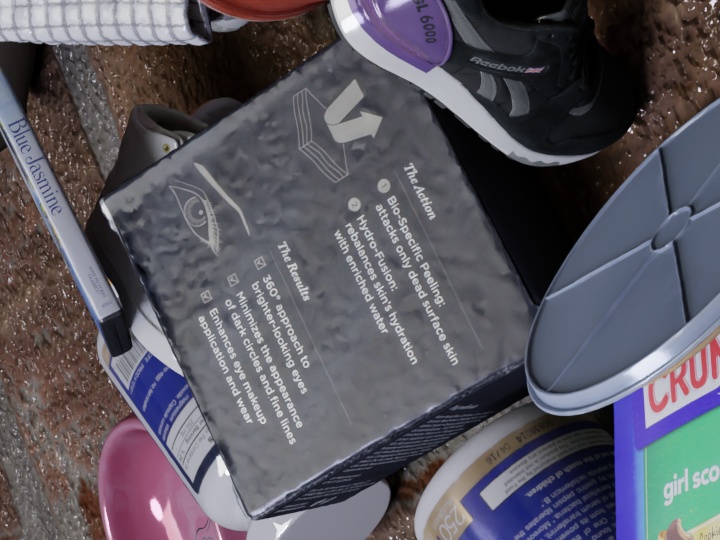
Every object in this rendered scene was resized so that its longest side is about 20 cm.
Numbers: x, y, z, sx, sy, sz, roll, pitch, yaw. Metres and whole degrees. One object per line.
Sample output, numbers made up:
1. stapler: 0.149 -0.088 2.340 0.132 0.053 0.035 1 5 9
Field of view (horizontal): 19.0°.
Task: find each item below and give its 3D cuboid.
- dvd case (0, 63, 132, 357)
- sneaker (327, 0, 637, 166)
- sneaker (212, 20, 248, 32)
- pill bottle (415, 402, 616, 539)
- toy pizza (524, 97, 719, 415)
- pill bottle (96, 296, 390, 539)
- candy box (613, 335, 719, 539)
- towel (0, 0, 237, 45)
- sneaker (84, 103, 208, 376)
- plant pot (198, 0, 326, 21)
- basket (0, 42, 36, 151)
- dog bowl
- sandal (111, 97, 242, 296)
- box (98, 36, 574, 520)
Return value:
1. dvd case: -0.189 -0.048 1.288 0.201 0.017 0.143 62 172 7
2. sneaker: 0.082 -0.106 1.012 0.087 0.199 0.076 -15 65 42
3. sneaker: -0.119 -0.232 1.333 0.201 0.078 0.099 65 149 15
4. pill bottle: 0.127 0.173 1.108 0.200 0.115 0.116 51 140 29
5. toy pizza: 0.151 -0.009 0.974 0.032 0.201 0.200 40 148 -15
6. pill bottle: -0.073 0.092 1.367 0.200 0.115 0.116 52 140 28
7. candy box: 0.190 0.093 0.967 0.169 0.077 0.201 -33 48 55
8. towel: -0.134 -0.224 1.177 0.165 0.085 0.201 1 101 32
9. sneaker: -0.100 -0.022 1.286 0.200 0.073 0.116 47 126 40
10. plant pot: 0.013 -0.228 1.062 0.195 0.200 0.202 3 107 45
11. basket: -0.284 -0.204 1.521 0.181 0.135 0.201 -78 6 -59
12. dog bowl: -0.109 0.173 1.489 0.200 0.074 0.201 27 125 47
13. sandal: -0.123 -0.037 1.425 0.059 0.079 0.207 46 129 35
14. box: 0.000 0.000 1.153 0.199 0.117 0.197 -31 76 21
